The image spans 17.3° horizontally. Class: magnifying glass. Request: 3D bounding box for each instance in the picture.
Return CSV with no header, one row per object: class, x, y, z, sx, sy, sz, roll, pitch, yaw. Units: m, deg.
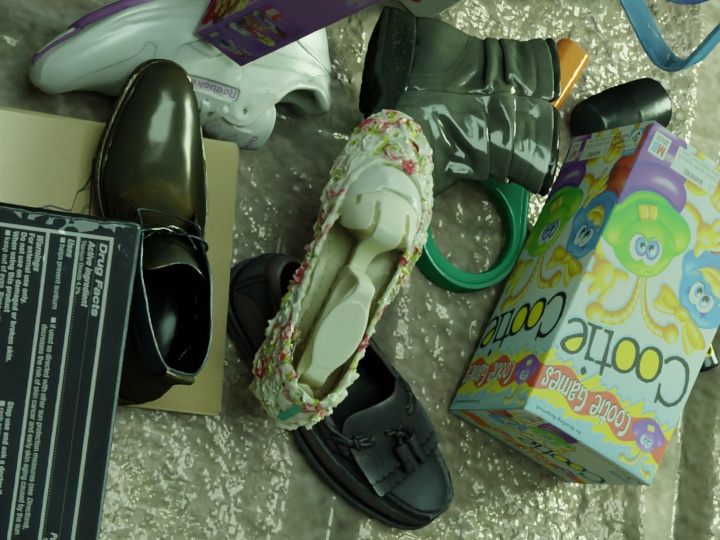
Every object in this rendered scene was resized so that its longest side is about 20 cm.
magnifying glass,0.096,-0.071,1.539,0.080,0.022,0.201,40,61,-16

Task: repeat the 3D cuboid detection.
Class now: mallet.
mallet,0.192,-0.027,1.577,0.066,0.041,0.201,-12,88,-31

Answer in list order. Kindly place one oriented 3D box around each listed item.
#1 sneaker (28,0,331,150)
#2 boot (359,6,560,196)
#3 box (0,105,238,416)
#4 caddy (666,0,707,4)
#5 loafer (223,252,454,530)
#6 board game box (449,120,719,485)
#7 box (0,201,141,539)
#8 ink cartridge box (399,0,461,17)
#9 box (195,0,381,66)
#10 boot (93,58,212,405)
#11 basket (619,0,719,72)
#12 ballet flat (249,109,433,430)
sneaker,-0.099,-0.117,1.407,0.199,0.075,0.100,-12,88,-30
boot,0.061,-0.067,1.464,0.130,0.068,0.201,12,69,-7
box,-0.168,-0.008,1.362,0.199,0.021,0.165,8,81,-27
caddy,0.228,-0.280,1.596,0.104,0.141,0.201,-7,81,-34
loafer,-0.008,0.074,1.419,0.072,0.063,0.200,-43,100,-30
board game box,0.157,0.022,1.483,0.105,0.103,0.201,31,75,-20
box,-0.237,0.058,1.236,0.197,0.123,0.202,8,90,-27
ink cartridge box,0.054,-0.253,1.456,0.144,0.200,0.084,42,65,-14
box,-0.004,-0.202,1.328,0.039,0.200,0.137,35,62,-24
boot,-0.104,-0.023,1.327,0.074,0.097,0.202,7,84,-27
basket,0.168,-0.228,1.298,0.139,0.176,0.201,-19,79,-33
ballet flat,0.000,0.000,1.363,0.075,0.064,0.201,24,80,-17
